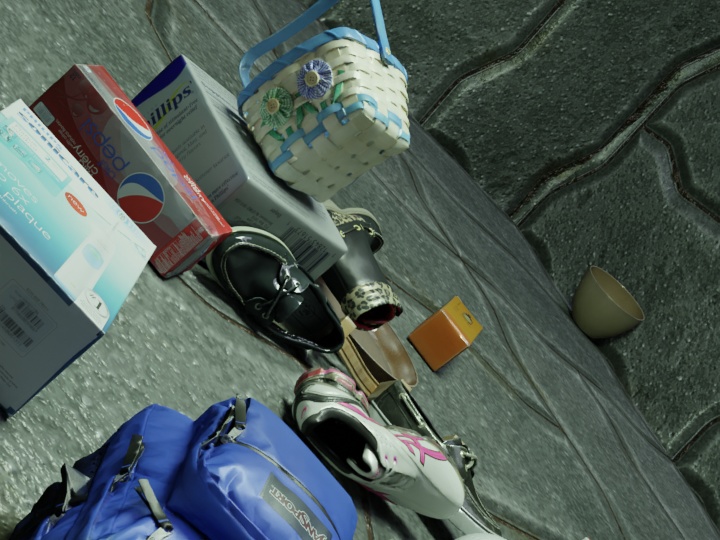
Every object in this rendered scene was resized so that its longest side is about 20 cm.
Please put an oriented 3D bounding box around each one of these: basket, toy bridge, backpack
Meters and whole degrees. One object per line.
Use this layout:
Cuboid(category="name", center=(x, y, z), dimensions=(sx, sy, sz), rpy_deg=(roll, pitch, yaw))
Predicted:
Cuboid(category="basket", center=(-0.037, -0.190, 1.407), dimensions=(0.139, 0.176, 0.201), rpy_deg=(32, 32, -45))
Cuboid(category="toy bridge", center=(0.031, 0.133, 1.490), dimensions=(0.200, 0.027, 0.067), rpy_deg=(48, -23, -10))
Cuboid(category="backpack", center=(-0.092, 0.160, 0.664), dimensions=(0.162, 0.168, 0.200), rpy_deg=(42, 16, -7))

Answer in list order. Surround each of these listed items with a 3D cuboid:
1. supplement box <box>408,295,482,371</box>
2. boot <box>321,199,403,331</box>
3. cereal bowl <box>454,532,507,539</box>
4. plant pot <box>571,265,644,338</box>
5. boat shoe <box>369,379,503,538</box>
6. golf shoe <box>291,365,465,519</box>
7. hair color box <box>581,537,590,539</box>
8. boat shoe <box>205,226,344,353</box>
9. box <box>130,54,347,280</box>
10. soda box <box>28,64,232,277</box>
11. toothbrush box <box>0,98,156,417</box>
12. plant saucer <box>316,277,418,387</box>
Cuboid(category="supplement box", center=(0.124, 0.088, 1.968), dimensions=(0.067, 0.069, 0.200), rpy_deg=(52, 13, 3))
Cuboid(category="boot", center=(-0.001, 0.001, 1.601), dimensions=(0.154, 0.073, 0.203), rpy_deg=(59, 15, 19))
Cuboid(category="cereal bowl", center=(0.155, 0.327, 1.297), dimensions=(0.200, 0.083, 0.200), rpy_deg=(48, 10, -12))
Cuboid(category="plant pot", center=(0.650, 0.105, 3.731), dimensions=(0.200, 0.135, 0.201), rpy_deg=(37, 21, -17))
Cuboid(category="boat shoe", center=(0.085, 0.200, 1.412), dimensions=(0.200, 0.064, 0.071), rpy_deg=(48, 1, 12))
Cuboid(category="golf shoe", center=(0.015, 0.177, 1.269), dimensions=(0.200, 0.073, 0.092), rpy_deg=(37, 21, -16))
Cuboid(category="hair color box", center=(0.241, 0.384, 1.378), dimensions=(0.064, 0.111, 0.201), rpy_deg=(39, 17, -42))
Cuboid(category="boat shoe", center=(-0.077, 0.028, 1.359), dimensions=(0.066, 0.074, 0.200), rpy_deg=(45, -5, 42))
Cuboid(category="box", center=(-0.135, -0.090, 1.423), dimensions=(0.184, 0.105, 0.201), rpy_deg=(36, 19, -51))
Cuboid(category="soda box", center=(-0.207, -0.091, 1.251), dimensions=(0.200, 0.063, 0.070), rpy_deg=(52, 12, 2))
Cuboid(category="toothbrush box", center=(-0.225, -0.016, 0.899), dimensions=(0.147, 0.085, 0.200), rpy_deg=(48, 10, -11))
Cuboid(category="plant saucer", center=(-0.007, 0.065, 1.617), dimensions=(0.200, 0.032, 0.200), rpy_deg=(49, 12, -14))
